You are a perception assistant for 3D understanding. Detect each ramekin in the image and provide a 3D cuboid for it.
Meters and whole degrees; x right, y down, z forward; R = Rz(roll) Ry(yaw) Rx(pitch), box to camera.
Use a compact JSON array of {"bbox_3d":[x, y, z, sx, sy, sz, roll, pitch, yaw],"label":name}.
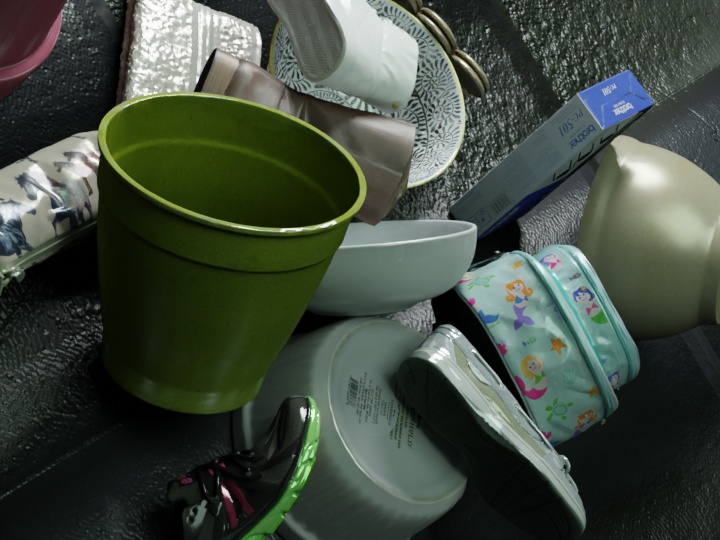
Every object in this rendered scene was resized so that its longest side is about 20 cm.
[{"bbox_3d":[0.004,0.133,1.496,0.200,0.105,0.200,21,55,-33],"label":"ramekin"}]

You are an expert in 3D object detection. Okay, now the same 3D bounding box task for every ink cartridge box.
[{"bbox_3d":[0.178,-0.106,1.715,0.094,0.200,0.044,-27,79,-46],"label":"ink cartridge box"}]

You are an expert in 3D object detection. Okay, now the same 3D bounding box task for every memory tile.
[{"bbox_3d":[0.043,-0.242,1.725,0.017,0.153,0.200,-41,100,-8],"label":"memory tile"}]

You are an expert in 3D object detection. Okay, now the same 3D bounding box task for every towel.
[{"bbox_3d":[-0.149,-0.156,1.571,0.133,0.034,0.200,23,53,-32],"label":"towel"}]

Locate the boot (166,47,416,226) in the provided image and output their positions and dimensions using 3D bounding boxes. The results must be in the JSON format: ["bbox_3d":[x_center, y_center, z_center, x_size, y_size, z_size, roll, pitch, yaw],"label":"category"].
[{"bbox_3d":[-0.058,-0.068,1.503,0.200,0.064,0.186,23,80,-15],"label":"boot"}]

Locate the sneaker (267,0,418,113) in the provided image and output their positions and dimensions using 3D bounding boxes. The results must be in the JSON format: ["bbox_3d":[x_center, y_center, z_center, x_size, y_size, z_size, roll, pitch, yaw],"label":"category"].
[{"bbox_3d":[-0.015,-0.220,1.575,0.116,0.074,0.200,23,41,-44],"label":"sneaker"}]

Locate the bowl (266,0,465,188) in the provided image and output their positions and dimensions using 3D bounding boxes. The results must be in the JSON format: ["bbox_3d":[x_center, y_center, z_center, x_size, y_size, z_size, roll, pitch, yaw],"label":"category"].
[{"bbox_3d":[-0.014,-0.145,1.636,0.201,0.094,0.201,15,59,-27],"label":"bowl"}]

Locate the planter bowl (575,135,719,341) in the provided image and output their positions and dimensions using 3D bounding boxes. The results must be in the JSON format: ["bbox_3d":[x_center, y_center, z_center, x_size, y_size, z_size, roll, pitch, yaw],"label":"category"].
[{"bbox_3d":[0.295,-0.019,1.750,0.200,0.135,0.200,13,90,-72],"label":"planter bowl"}]

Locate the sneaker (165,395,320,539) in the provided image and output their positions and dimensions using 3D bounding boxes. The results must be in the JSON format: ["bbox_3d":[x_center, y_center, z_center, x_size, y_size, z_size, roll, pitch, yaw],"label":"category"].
[{"bbox_3d":[-0.099,0.170,1.364,0.084,0.077,0.200,38,74,-4],"label":"sneaker"}]

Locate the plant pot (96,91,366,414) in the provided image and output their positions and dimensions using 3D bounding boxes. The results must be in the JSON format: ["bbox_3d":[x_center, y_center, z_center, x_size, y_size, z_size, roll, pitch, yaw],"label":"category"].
[{"bbox_3d":[-0.117,-0.003,1.374,0.200,0.193,0.200,13,29,-8],"label":"plant pot"}]

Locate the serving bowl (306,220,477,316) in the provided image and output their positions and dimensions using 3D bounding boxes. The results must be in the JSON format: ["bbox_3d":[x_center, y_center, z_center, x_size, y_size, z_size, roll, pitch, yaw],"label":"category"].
[{"bbox_3d":[0.000,0.000,1.520,0.200,0.200,0.066,-10,98,-45],"label":"serving bowl"}]

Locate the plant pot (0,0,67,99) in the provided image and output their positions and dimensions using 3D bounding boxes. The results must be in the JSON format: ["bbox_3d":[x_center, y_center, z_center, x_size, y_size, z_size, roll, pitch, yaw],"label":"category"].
[{"bbox_3d":[-0.293,-0.250,1.388,0.200,0.179,0.200,22,53,-32],"label":"plant pot"}]

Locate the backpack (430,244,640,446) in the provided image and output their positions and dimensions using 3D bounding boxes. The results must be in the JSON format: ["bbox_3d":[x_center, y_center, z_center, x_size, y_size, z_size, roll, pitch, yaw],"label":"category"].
[{"bbox_3d":[0.149,0.065,1.569,0.178,0.151,0.200,63,-1,1],"label":"backpack"}]

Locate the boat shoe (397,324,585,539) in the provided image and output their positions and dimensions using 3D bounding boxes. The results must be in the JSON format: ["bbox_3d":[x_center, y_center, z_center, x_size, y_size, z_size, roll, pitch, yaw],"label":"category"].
[{"bbox_3d":[0.115,0.133,1.469,0.202,0.074,0.065,47,48,-2],"label":"boat shoe"}]

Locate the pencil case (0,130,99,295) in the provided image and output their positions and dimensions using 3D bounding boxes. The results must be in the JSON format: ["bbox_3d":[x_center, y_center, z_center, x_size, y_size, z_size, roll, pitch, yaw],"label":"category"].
[{"bbox_3d":[-0.242,-0.044,1.390,0.089,0.078,0.200,42,42,12],"label":"pencil case"}]
